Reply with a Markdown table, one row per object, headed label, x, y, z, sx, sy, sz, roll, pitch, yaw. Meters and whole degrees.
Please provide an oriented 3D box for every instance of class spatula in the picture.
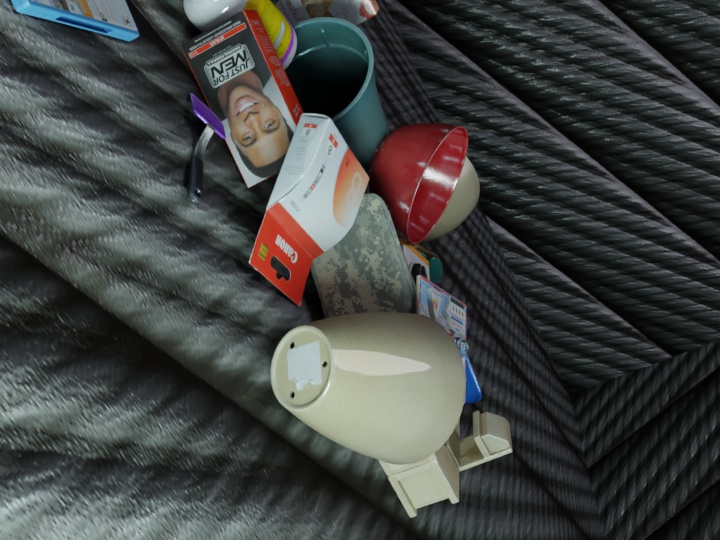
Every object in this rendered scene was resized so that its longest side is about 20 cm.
| label | x | y | z | sx | sy | sz | roll | pitch | yaw |
| --- | --- | --- | --- | --- | --- | --- | --- | --- | --- |
| spatula | -0.185 | -0.142 | 0.972 | 0.056 | 0.020 | 0.202 | 40 | 31 | -34 |

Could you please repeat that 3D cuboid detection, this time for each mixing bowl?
| label | x | y | z | sx | sy | sz | roll | pitch | yaw |
| --- | --- | --- | --- | --- | --- | --- | --- | --- | --- |
| mixing bowl | 0.080 | -0.155 | 1.327 | 0.107 | 0.203 | 0.200 | 25 | 4 | 19 |

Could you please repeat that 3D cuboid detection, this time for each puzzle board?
| label | x | y | z | sx | sy | sz | roll | pitch | yaw |
| --- | --- | --- | --- | --- | --- | --- | --- | --- | --- |
| puzzle board | 0.120 | 0.103 | 1.188 | 0.200 | 0.017 | 0.153 | 30 | 60 | -61 |

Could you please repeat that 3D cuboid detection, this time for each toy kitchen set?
| label | x | y | z | sx | sy | sz | roll | pitch | yaw |
| --- | --- | --- | --- | --- | --- | --- | --- | --- | --- |
| toy kitchen set | 0.116 | 0.213 | 1.229 | 0.182 | 0.161 | 0.201 | 62 | 16 | -18 |

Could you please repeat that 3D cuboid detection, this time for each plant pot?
| label | x | y | z | sx | sy | sz | roll | pitch | yaw |
| --- | --- | --- | --- | --- | --- | --- | --- | --- | --- |
| plant pot | -0.006 | 0.125 | 0.971 | 0.199 | 0.186 | 0.190 | 20 | 47 | -50 |
| plant pot | -0.048 | -0.250 | 1.296 | 0.196 | 0.198 | 0.203 | 54 | 19 | -61 |
| plant pot | 0.097 | -0.127 | 1.486 | 0.135 | 0.198 | 0.202 | -55 | 126 | -36 |

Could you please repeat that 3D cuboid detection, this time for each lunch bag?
| label | x | y | z | sx | sy | sz | roll | pitch | yaw |
| --- | --- | --- | --- | --- | --- | --- | --- | --- | --- |
| lunch bag | 0.000 | 0.000 | 1.207 | 0.168 | 0.137 | 0.203 | 77 | -6 | -81 |

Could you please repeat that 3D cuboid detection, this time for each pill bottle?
| label | x | y | z | sx | sy | sz | roll | pitch | yaw |
| --- | --- | --- | --- | --- | --- | --- | --- | --- | --- |
| pill bottle | -0.175 | -0.356 | 1.147 | 0.200 | 0.103 | 0.106 | 40 | 31 | -59 |

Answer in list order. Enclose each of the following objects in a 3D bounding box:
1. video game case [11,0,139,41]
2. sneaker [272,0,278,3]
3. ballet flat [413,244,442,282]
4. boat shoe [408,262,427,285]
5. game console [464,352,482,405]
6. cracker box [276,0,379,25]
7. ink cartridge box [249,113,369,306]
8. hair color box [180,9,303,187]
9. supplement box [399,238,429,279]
| label | x | y | z | sx | sy | sz | roll | pitch | yaw |
| --- | --- | --- | --- | --- | --- | --- | --- | --- | --- |
| video game case | -0.303 | -0.311 | 0.827 | 0.145 | 0.018 | 0.200 | 68 | 16 | -2 |
| sneaker | -0.150 | -0.413 | 1.315 | 0.200 | 0.098 | 0.072 | 46 | 24 | -55 |
| ballet flat | 0.119 | -0.029 | 1.772 | 0.073 | 0.068 | 0.200 | 53 | 12 | 27 |
| boat shoe | 0.110 | 0.085 | 1.262 | 0.074 | 0.065 | 0.203 | 24 | 60 | -66 |
| game console | 0.149 | 0.145 | 1.512 | 0.203 | 0.117 | 0.170 | 69 | 16 | 4 |
| cracker box | -0.084 | -0.454 | 1.401 | 0.135 | 0.198 | 0.058 | 60 | 17 | -20 |
| ink cartridge box | -0.059 | -0.070 | 1.048 | 0.162 | 0.049 | 0.203 | 49 | 53 | -61 |
| hair color box | -0.141 | -0.224 | 1.085 | 0.202 | 0.100 | 0.061 | 64 | 17 | -10 |
| supplement box | 0.064 | 0.067 | 1.343 | 0.126 | 0.072 | 0.203 | 37 | 48 | -60 |
